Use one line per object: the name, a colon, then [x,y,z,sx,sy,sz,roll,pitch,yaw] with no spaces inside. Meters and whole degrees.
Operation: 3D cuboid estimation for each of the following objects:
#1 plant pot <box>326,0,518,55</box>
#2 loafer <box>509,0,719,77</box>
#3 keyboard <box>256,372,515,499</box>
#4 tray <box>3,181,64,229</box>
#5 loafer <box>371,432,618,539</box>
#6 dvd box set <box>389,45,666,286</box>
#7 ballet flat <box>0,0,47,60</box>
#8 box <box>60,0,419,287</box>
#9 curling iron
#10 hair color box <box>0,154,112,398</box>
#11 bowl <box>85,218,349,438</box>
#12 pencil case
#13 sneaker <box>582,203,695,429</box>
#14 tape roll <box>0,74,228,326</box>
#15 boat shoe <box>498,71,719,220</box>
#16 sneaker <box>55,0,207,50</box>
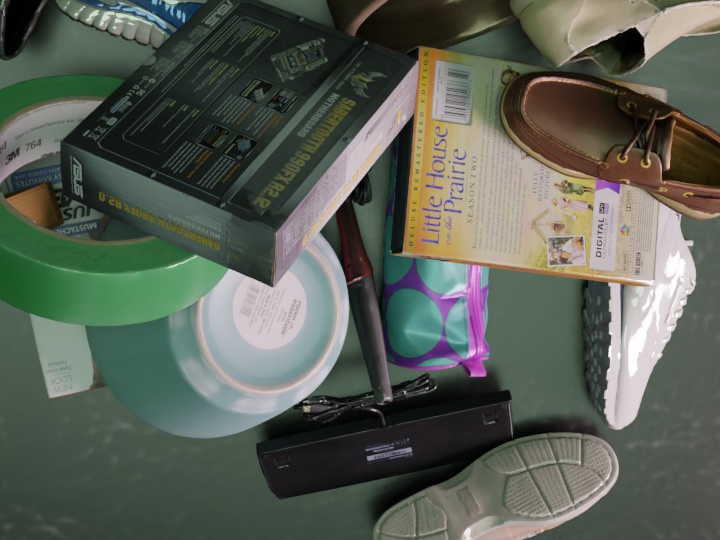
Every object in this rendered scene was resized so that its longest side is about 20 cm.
plant pot: [0.053,-0.268,1.147,0.199,0.200,0.176,-19,81,1]
loafer: [0.196,-0.176,1.179,0.198,0.076,0.069,-7,79,-27]
keyboard: [0.018,0.119,1.245,0.198,0.021,0.128,-12,142,-1]
tray: [-0.321,-0.014,1.169,0.198,0.099,0.037,-15,100,24]
loafer: [0.105,0.183,1.277,0.198,0.063,0.072,-21,66,-1]
dvd box set: [0.121,-0.071,1.164,0.198,0.029,0.148,6,84,-20]
ballet flat: [-0.206,-0.234,1.155,0.200,0.066,0.057,-49,67,18]
box: [-0.074,-0.093,1.063,0.157,0.200,0.049,23,137,16]
curling iron: [0.000,0.000,1.212,0.025,0.050,0.202,-2,74,-17]
hair color box: [-0.199,-0.017,1.227,0.110,0.064,0.202,-12,100,-1]
bowl: [-0.088,0.027,1.176,0.199,0.105,0.203,-2,94,-28]
pencil case: [0.064,-0.028,1.220,0.092,0.085,0.202,12,102,40]
sneaker: [0.215,0.023,1.245,0.080,0.076,0.202,2,100,-12]
tape roll: [-0.175,-0.051,1.083,0.198,0.201,0.048,12,133,-4]
boat shoe: [0.193,-0.093,1.140,0.199,0.067,0.073,19,79,-18]
sneaker: [-0.118,-0.197,1.194,0.198,0.079,0.090,19,100,-4]
